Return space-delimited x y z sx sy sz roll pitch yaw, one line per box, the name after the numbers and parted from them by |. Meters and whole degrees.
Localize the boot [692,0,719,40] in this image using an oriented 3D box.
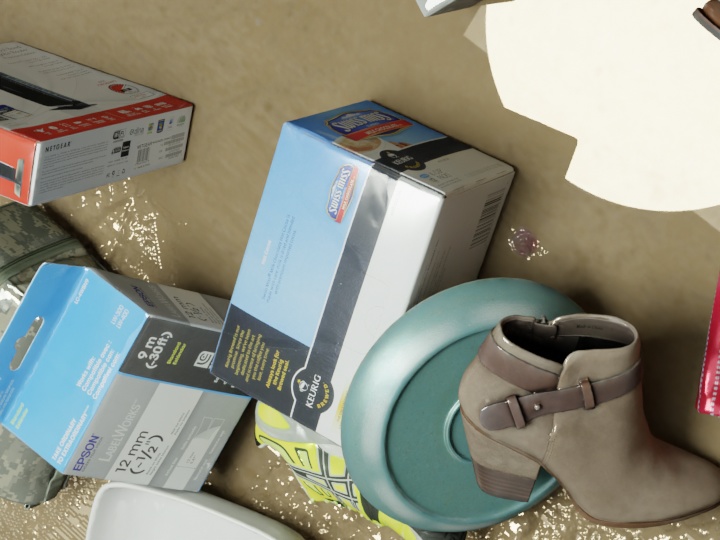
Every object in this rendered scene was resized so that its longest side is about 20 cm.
0.321 -0.204 1.064 0.186 0.064 0.201 29 108 25 | boot

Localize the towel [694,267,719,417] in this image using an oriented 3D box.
0.324 0.053 1.139 0.199 0.022 0.146 15 107 24 | towel

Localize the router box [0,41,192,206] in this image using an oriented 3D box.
-0.254 -0.114 1.297 0.178 0.200 0.049 20 111 22 | router box

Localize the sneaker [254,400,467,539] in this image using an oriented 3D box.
0.001 0.150 1.306 0.200 0.075 0.077 41 124 25 | sneaker

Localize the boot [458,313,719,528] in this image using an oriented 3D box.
0.162 0.095 1.147 0.198 0.071 0.147 2 129 -8 | boot

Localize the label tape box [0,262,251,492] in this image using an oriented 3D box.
-0.175 0.082 1.289 0.066 0.199 0.144 44 110 40 | label tape box

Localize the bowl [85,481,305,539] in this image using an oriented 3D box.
-0.125 0.267 1.390 0.199 0.075 0.201 16 108 23 | bowl

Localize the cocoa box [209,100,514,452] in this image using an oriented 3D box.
0.000 0.000 1.230 0.131 0.133 0.201 26 112 20 | cocoa box

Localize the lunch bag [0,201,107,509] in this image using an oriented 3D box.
-0.273 0.072 1.384 0.167 0.139 0.201 40 117 13 | lunch bag

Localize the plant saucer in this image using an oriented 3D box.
0.084 0.101 1.192 0.027 0.199 0.201 54 130 56 | plant saucer

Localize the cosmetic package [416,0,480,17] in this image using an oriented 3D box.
0.110 -0.261 1.143 0.199 0.090 0.107 -26 90 26 | cosmetic package
